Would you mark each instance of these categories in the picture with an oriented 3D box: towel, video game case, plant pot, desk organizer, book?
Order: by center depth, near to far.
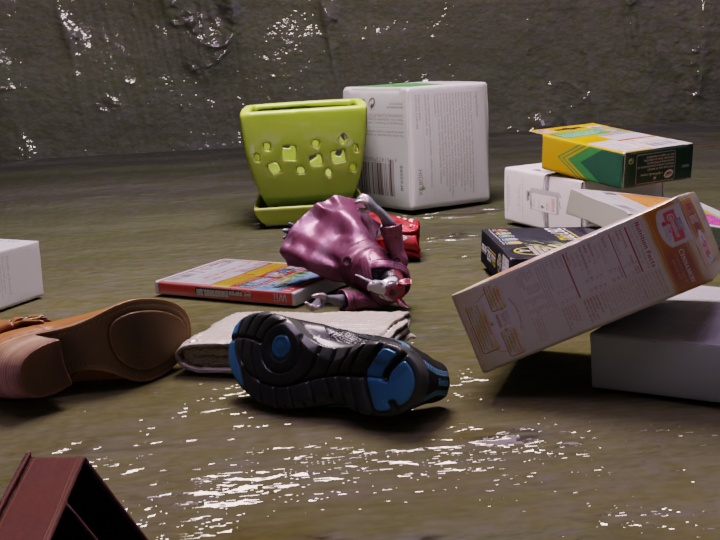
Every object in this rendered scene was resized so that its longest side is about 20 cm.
[{"bbox_3d":[-0.145,0.157,0.600,0.076,0.073,0.200,-1,12,-5],"label":"desk organizer"},{"bbox_3d":[-0.055,0.066,1.115,0.197,0.035,0.132,0,10,18],"label":"towel"},{"bbox_3d":[-0.123,0.012,1.431,0.198,0.018,0.143,4,13,30],"label":"video game case"},{"bbox_3d":[0.374,-0.062,1.491,0.198,0.049,0.133,7,12,-23],"label":"book"},{"bbox_3d":[-0.086,-0.172,1.909,0.197,0.184,0.199,-3,12,-2],"label":"plant pot"}]

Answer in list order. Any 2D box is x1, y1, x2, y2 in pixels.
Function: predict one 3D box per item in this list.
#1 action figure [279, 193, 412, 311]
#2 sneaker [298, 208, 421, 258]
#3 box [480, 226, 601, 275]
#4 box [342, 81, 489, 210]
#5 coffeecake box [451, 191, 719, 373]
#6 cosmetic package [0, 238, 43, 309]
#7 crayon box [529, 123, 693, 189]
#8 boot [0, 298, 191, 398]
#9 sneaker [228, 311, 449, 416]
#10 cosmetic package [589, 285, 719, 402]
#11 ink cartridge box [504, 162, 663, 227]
[{"bbox_3d":[0.000,0.000,1.327,0.200,0.134,0.149,39,-1,45],"label":"action figure"},{"bbox_3d":[0.009,-0.047,1.541,0.114,0.079,0.199,3,14,34],"label":"sneaker"},{"bbox_3d":[0.232,-0.013,1.391,0.159,0.050,0.200,0,11,-3],"label":"box"},{"bbox_3d":[0.093,-0.212,2.015,0.170,0.203,0.198,-8,11,-32],"label":"box"},{"bbox_3d":[0.196,0.007,1.016,0.198,0.074,0.153,-24,-4,20],"label":"coffeecake box"},{"bbox_3d":[-0.464,0.014,1.371,0.100,0.075,0.200,3,14,23],"label":"cosmetic package"},{"bbox_3d":[0.338,-0.159,1.649,0.124,0.052,0.199,-10,19,-29],"label":"crayon box"},{"bbox_3d":[-0.267,0.063,1.090,0.154,0.075,0.199,3,10,45],"label":"boot"},{"bbox_3d":[-0.021,0.082,0.981,0.198,0.074,0.082,12,1,34],"label":"sneaker"},{"bbox_3d":[0.302,0.058,1.016,0.149,0.052,0.199,2,12,35],"label":"cosmetic package"},{"bbox_3d":[0.319,-0.106,1.730,0.145,0.084,0.200,-8,13,-25],"label":"ink cartridge box"}]
